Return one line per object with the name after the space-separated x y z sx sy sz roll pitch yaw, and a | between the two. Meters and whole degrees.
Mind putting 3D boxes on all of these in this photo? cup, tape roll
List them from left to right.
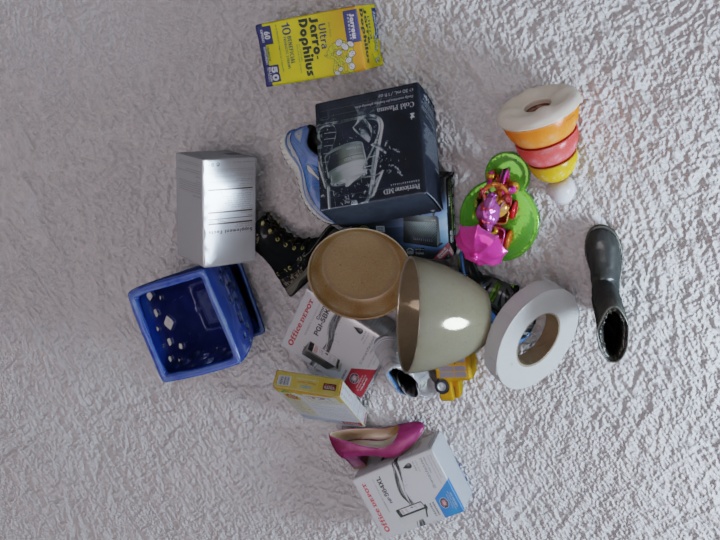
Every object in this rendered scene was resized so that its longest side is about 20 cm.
0.149 0.080 1.563 0.139 0.201 0.205 2 110 -9 | cup
0.303 0.115 1.573 0.037 0.199 0.207 38 121 45 | tape roll

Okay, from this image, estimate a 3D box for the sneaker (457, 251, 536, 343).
0.249 0.041 1.641 0.082 0.071 0.201 -39 89 6 | sneaker

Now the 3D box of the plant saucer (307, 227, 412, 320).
0.000 0.000 1.648 0.195 0.036 0.204 2 123 3 | plant saucer

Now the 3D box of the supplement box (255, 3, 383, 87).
-0.072 -0.402 1.588 0.195 0.109 0.112 -5 105 21 | supplement box

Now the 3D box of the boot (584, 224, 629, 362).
0.413 0.034 1.496 0.071 0.200 0.186 -8 104 21 | boot

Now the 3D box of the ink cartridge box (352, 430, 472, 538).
0.104 0.436 1.801 0.197 0.084 0.148 -27 95 25 | ink cartridge box

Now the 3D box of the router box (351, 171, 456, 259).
0.078 -0.103 1.653 0.195 0.062 0.154 1 106 20 | router box

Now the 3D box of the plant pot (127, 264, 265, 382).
-0.315 0.085 1.792 0.196 0.180 0.204 -16 101 24 | plant pot

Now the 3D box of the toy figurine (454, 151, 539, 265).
0.229 -0.089 1.535 0.147 0.184 0.205 15 111 14 | toy figurine

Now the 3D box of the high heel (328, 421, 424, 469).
0.031 0.330 1.795 0.198 0.068 0.096 -27 113 31 | high heel

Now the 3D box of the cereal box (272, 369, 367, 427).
-0.076 0.256 1.765 0.140 0.201 0.040 6 66 18 | cereal box

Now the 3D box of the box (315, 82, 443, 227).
0.033 -0.198 1.560 0.195 0.124 0.202 -9 77 18 | box

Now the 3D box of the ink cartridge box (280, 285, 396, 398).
-0.040 0.130 1.758 0.197 0.083 0.149 31 115 8 | ink cartridge box

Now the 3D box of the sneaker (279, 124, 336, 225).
-0.074 -0.181 1.676 0.088 0.078 0.203 -25 97 27 | sneaker

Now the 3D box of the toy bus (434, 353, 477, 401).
0.174 0.143 1.694 0.076 0.065 0.205 -5 104 19 | toy bus

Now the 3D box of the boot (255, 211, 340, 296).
-0.136 -0.057 1.723 0.154 0.073 0.204 46 135 4 | boot

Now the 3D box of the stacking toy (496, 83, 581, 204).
0.321 -0.200 1.513 0.143 0.147 0.203 -10 119 22 | stacking toy

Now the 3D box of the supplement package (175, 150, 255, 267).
-0.279 -0.122 1.717 0.120 0.118 0.205 20 112 50 | supplement package

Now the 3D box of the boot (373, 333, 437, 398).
0.094 0.209 1.680 0.073 0.097 0.200 -35 128 16 | boot
